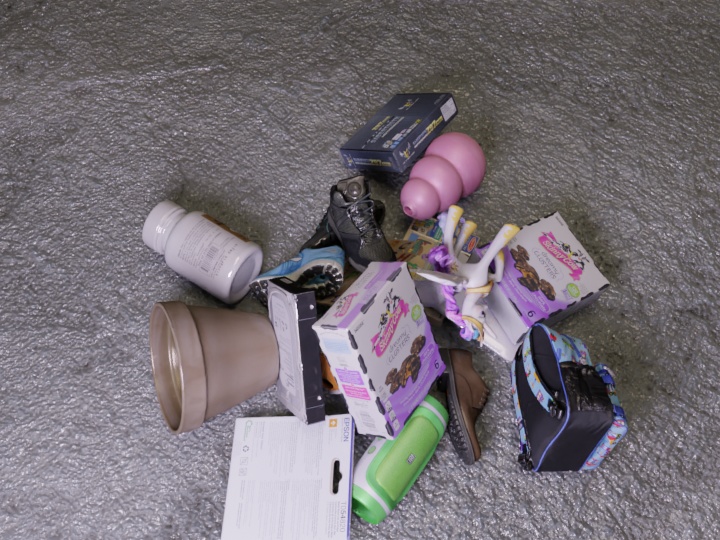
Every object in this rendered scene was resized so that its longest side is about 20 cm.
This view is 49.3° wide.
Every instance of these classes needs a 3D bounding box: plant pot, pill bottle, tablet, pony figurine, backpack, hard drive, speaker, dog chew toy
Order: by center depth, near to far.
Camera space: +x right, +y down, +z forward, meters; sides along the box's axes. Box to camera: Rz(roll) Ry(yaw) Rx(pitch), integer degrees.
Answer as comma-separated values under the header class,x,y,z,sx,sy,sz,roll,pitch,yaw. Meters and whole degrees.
class,x,y,z,sx,sy,sz,roll,pitch,yaw
speaker,0.055,0.286,1.208,0.088,0.089,0.201,32,61,16
hard drive,-0.102,0.121,1.213,0.037,0.205,0.139,-10,14,-23
backpack,0.314,0.193,1.235,0.131,0.185,0.202,4,45,-10
plant pot,-0.226,0.141,1.237,0.170,0.201,0.203,-7,57,-27
pony figurine,0.152,0.004,1.275,0.189,0.167,0.204,18,74,0
pill bottle,-0.278,-0.038,1.373,0.198,0.115,0.115,30,61,15
tablet,0.214,0.057,1.383,0.198,0.014,0.131,35,60,6
dog chew toy,0.148,-0.170,1.471,0.124,0.125,0.200,36,60,18

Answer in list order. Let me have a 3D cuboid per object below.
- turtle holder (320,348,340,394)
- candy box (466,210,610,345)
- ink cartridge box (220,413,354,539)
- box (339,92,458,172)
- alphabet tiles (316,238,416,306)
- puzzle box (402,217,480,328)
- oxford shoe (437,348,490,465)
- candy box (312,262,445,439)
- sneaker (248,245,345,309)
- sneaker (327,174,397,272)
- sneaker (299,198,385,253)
class,x,y,z,sx,sy,sz,roll,pitch,yaw
turtle holder,-0.016,0.124,1.288,0.139,0.185,0.135,-14,88,27
candy box,0.310,0.010,1.382,0.197,0.072,0.169,-23,68,-24
ink cartridge box,-0.103,0.318,1.181,0.195,0.041,0.203,-4,57,11
box,0.075,-0.274,1.536,0.156,0.052,0.200,12,50,47
alphabet tiles,0.000,0.000,1.361,0.199,0.006,0.165,-37,24,-26
puzzle box,0.124,-0.005,1.429,0.131,0.026,0.202,23,59,10
oxford shoe,0.176,0.214,1.268,0.082,0.073,0.203,-2,58,-7
candy box,0.033,0.116,1.172,0.071,0.203,0.168,1,34,40
sneaker,-0.103,0.010,1.349,0.197,0.079,0.091,-15,32,29
sneaker,-0.001,-0.081,1.319,0.075,0.116,0.201,-18,49,-15
sneaker,-0.044,-0.074,1.446,0.199,0.076,0.079,-35,52,-29
